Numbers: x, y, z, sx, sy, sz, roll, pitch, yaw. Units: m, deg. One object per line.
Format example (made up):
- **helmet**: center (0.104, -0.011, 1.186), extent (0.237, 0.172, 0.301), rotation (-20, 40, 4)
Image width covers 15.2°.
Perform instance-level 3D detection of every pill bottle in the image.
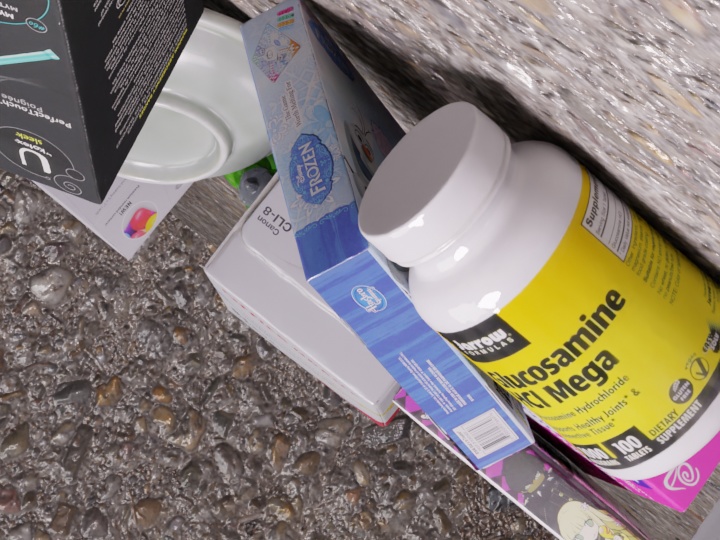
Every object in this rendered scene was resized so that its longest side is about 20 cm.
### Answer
- **pill bottle**: center (0.098, 0.008, 1.368), extent (0.200, 0.113, 0.112), rotation (39, 175, -22)

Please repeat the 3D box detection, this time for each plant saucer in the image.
- **plant saucer**: center (-0.133, -0.102, 1.737), extent (0.198, 0.051, 0.201), rotation (5, 152, 3)

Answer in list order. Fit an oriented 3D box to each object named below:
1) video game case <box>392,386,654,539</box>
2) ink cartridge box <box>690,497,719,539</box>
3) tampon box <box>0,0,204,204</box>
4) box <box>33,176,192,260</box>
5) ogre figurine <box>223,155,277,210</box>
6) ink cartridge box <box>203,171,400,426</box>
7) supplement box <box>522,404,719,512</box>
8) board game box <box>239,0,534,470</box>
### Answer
- **video game case**: center (0.101, 0.120, 1.638), extent (0.181, 0.036, 0.200), rotation (39, -179, 2)
- **ink cartridge box**: center (0.322, 0.261, 2.125), extent (0.050, 0.109, 0.200), rotation (31, 172, 46)
- **tampon box**: center (-0.168, -0.151, 1.249), extent (0.149, 0.127, 0.200), rotation (21, 155, 11)
- **box**: center (-0.173, -0.117, 1.862), extent (0.041, 0.156, 0.200), rotation (37, 177, 40)
- **ogre figurine**: center (-0.029, -0.040, 1.970), extent (0.201, 0.098, 0.120), rotation (54, -171, -14)
- **ink cartridge box**: center (0.000, 0.000, 1.782), extent (0.145, 0.145, 0.200), rotation (38, 176, 5)
- **supplement box**: center (0.149, 0.060, 1.557), extent (0.101, 0.104, 0.200), rotation (38, 174, -10)
- **board game box**: center (0.014, -0.020, 1.487), extent (0.200, 0.043, 0.200), rotation (50, -161, -44)
